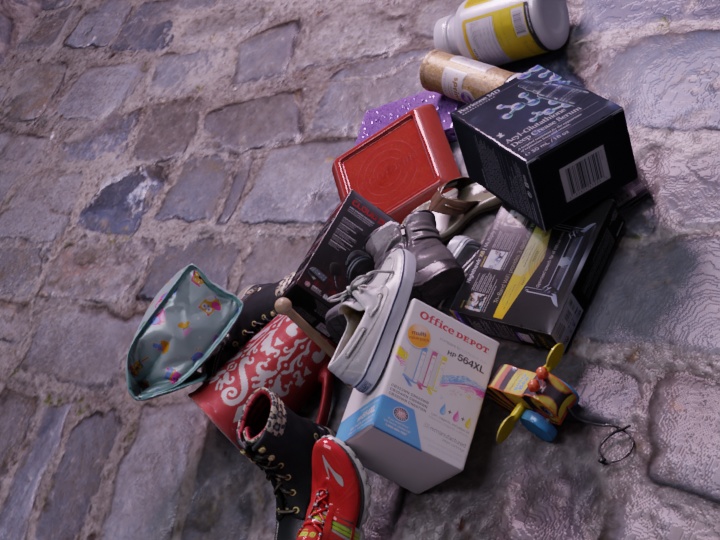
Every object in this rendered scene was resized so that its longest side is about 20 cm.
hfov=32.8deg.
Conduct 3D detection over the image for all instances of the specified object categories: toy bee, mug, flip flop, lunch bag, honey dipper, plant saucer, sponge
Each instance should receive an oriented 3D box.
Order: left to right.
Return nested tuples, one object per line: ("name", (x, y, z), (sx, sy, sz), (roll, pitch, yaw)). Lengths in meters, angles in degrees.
("lunch bag", (-0.259, 0.102, 1.724), (0.201, 0.121, 0.170), (-56, 7, -9))
("mug", (-0.110, 0.166, 1.707), (0.200, 0.177, 0.133), (-46, 0, -10))
("honey dipper", (-0.048, 0.099, 1.616), (0.038, 0.200, 0.038), (-24, 41, 23))
("plant saucer", (0.047, -0.146, 1.872), (0.198, 0.037, 0.202), (-31, 49, 18))
("sponge", (0.081, -0.234, 1.965), (0.198, 0.030, 0.113), (-15, 46, 34))
("flip flop", (0.143, -0.103, 1.745), (0.198, 0.058, 0.082), (-26, 44, 15))
("toy bee", (0.212, 0.138, 1.407), (0.198, 0.109, 0.132), (-6, 48, 40))

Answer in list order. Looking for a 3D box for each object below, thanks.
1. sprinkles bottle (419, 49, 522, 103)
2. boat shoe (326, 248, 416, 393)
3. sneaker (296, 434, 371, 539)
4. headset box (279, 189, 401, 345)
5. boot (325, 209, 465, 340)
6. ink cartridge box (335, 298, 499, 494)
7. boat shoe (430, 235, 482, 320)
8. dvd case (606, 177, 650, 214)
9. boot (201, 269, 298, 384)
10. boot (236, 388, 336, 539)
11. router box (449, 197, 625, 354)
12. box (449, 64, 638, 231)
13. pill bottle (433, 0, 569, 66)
("sprinkles bottle", (0.180, -0.282, 1.855), (0.199, 0.068, 0.069), (27, 74, 41))
("boat shoe", (0.003, 0.045, 1.475), (0.075, 0.085, 0.204), (-44, 21, 57))
("sneaker", (-0.038, 0.297, 1.434), (0.076, 0.084, 0.203), (0, 94, 44))
("headset box", (0.000, 0.000, 1.685), (0.201, 0.148, 0.077), (-59, 9, -32))
("boot", (0.030, 0.007, 1.610), (0.198, 0.070, 0.132), (-23, 47, -8))
("ink cartridge box", (0.071, 0.142, 1.486), (0.125, 0.127, 0.202), (-43, 23, 57))
("boat shoe", (0.117, 0.045, 1.618), (0.070, 0.072, 0.202), (17, 74, 34))
("dvd case", (0.284, -0.126, 1.650), (0.148, 0.016, 0.201), (-35, 47, 13))
("boot", (-0.149, 0.089, 1.811), (0.153, 0.073, 0.205), (-22, 36, 46))
("boot", (-0.103, 0.264, 1.529), (0.073, 0.154, 0.206), (-9, 53, 34))
("router box", (0.225, -0.006, 1.558), (0.156, 0.052, 0.201), (13, 66, 40))
("box", (0.233, -0.162, 1.573), (0.147, 0.108, 0.200), (-30, 33, -12))
("pill bottle", (0.216, -0.378, 1.906), (0.198, 0.112, 0.113), (-9, 48, 39))
